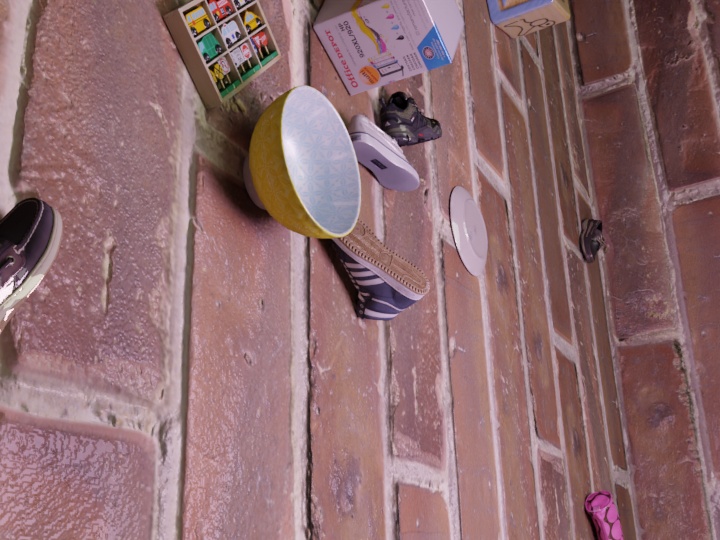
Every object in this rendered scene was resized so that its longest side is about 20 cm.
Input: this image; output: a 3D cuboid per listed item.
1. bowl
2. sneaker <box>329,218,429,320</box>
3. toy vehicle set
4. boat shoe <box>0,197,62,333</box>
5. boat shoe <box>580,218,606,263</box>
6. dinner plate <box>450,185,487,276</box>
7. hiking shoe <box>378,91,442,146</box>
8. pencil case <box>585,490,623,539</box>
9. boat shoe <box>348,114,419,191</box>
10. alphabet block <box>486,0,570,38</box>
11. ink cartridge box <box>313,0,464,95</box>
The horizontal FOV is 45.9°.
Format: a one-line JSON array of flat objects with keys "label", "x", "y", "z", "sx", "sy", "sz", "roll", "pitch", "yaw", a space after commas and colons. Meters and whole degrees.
[{"label": "bowl", "x": -0.092, "y": -0.131, "z": 1.131, "sx": 0.200, "sy": 0.106, "sz": 0.203, "roll": 37, "pitch": 46, "yaw": -52}, {"label": "sneaker", "x": 0.000, "y": 0.000, "z": 1.312, "sx": 0.199, "sy": 0.109, "sz": 0.070, "roll": 37, "pitch": 41, "yaw": -8}, {"label": "toy vehicle set", "x": -0.177, "y": -0.309, "z": 1.131, "sx": 0.126, "sy": 0.026, "sz": 0.201, "roll": 66, "pitch": 29, "yaw": -23}, {"label": "boat shoe", "x": -0.310, "y": 0.006, "z": 0.688, "sx": 0.065, "sy": 0.071, "sz": 0.202, "roll": 60, "pitch": 37, "yaw": -39}, {"label": "boat shoe", "x": 0.789, "y": -0.109, "z": 2.875, "sx": 0.075, "sy": 0.072, "sz": 0.202, "roll": 56, "pitch": 34, "yaw": -35}, {"label": "dinner plate", "x": 0.244, "y": -0.088, "z": 1.862, "sx": 0.200, "sy": 0.024, "sz": 0.203, "roll": 34, "pitch": 49, "yaw": -52}, {"label": "hiking shoe", "x": 0.097, "y": -0.289, "z": 1.602, "sx": 0.199, "sy": 0.075, "sz": 0.102, "roll": -24, "pitch": 104, "yaw": -62}, {"label": "pencil case", "x": 0.658, "y": 0.695, "z": 2.261, "sx": 0.093, "sy": 0.090, "sz": 0.203, "roll": -33, "pitch": 106, "yaw": -48}, {"label": "boat shoe", "x": 0.045, "y": -0.202, "z": 1.466, "sx": 0.200, "sy": 0.073, "sz": 0.066, "roll": 37, "pitch": 51, "yaw": -53}, {"label": "alphabet block", "x": 0.475, "y": -0.807, "z": 2.441, "sx": 0.199, "sy": 0.193, "sz": 0.200, "roll": -2, "pitch": 82, "yaw": -63}, {"label": "ink cartridge box", "x": 0.049, "y": -0.416, "z": 1.430, "sx": 0.148, "sy": 0.197, "sz": 0.146, "roll": 58, "pitch": 35, "yaw": -33}]
